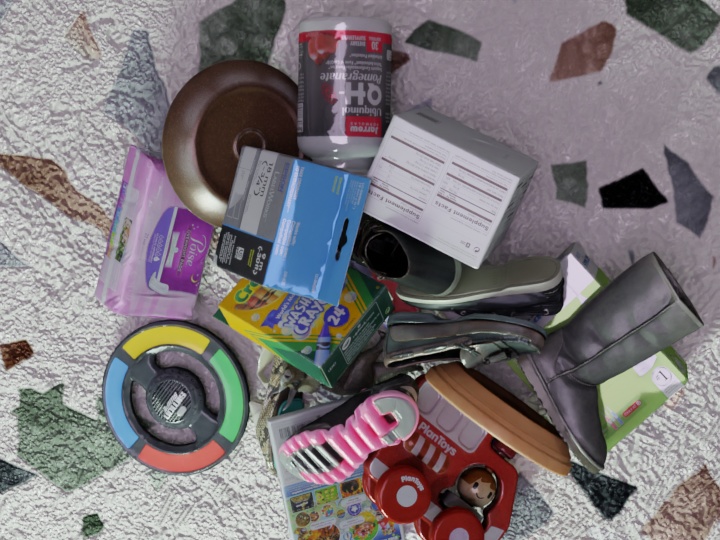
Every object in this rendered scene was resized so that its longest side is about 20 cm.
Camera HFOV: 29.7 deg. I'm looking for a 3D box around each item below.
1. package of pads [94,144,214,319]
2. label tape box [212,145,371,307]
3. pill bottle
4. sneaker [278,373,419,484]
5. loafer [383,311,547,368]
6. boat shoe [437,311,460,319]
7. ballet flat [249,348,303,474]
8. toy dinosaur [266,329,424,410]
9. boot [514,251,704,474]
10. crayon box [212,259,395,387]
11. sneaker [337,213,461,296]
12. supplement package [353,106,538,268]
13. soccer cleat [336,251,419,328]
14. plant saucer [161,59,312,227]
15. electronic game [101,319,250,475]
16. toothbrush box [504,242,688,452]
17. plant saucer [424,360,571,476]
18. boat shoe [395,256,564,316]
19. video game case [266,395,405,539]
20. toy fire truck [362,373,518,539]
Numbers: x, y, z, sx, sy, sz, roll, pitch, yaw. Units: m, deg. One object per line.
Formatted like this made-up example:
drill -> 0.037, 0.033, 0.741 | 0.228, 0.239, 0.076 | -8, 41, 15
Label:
package of pads -> -0.241, -0.046, 1.652 | 0.075, 0.119, 0.203 | 30, 109, 49
label tape box -> -0.081, -0.054, 1.504 | 0.063, 0.199, 0.146 | 13, 93, -33
pill bottle -> -0.019, -0.188, 1.577 | 0.109, 0.111, 0.203 | 2, 94, 12
sneaker -> -0.008, 0.182, 1.609 | 0.199, 0.096, 0.079 | -28, 110, 25
loafer -> 0.114, 0.088, 1.525 | 0.198, 0.072, 0.064 | 1, 65, 34
boat shoe -> 0.090, -0.015, 1.615 | 0.068, 0.072, 0.201 | -36, 80, -5
ballet flat -> -0.100, 0.147, 1.691 | 0.075, 0.068, 0.203 | 17, 97, 31
toy dinosaur -> -0.021, 0.112, 1.647 | 0.198, 0.077, 0.103 | 9, 109, -33
boot -> 0.292, 0.105, 1.509 | 0.199, 0.073, 0.183 | -31, 93, 9
crayon box -> -0.076, 0.037, 1.596 | 0.199, 0.052, 0.126 | 27, 67, 33
sneaker -> 0.013, -0.039, 1.517 | 0.199, 0.106, 0.076 | 26, 97, 36
supplement package -> 0.101, -0.098, 1.529 | 0.154, 0.200, 0.112 | 27, 103, 8
soccer cleat -> 0.000, 0.000, 1.645 | 0.076, 0.067, 0.201 | -30, 94, 36
plant saucer -> -0.134, -0.147, 1.601 | 0.198, 0.037, 0.204 | -3, 96, -24
electronic game -> -0.235, 0.162, 1.727 | 0.197, 0.042, 0.203 | 2, 99, 11
toothbrush box -> 0.263, 0.093, 1.586 | 0.200, 0.086, 0.146 | 46, 106, 1
plant saucer -> 0.164, 0.164, 1.563 | 0.199, 0.200, 0.038 | 34, 94, 5
boat shoe -> 0.139, 0.030, 1.543 | 0.197, 0.075, 0.067 | -9, 125, 19
video game case -> -0.029, 0.262, 1.675 | 0.141, 0.018, 0.203 | -13, 100, -15
toy fire truck -> 0.106, 0.245, 1.635 | 0.199, 0.112, 0.169 | 38, 86, -9
